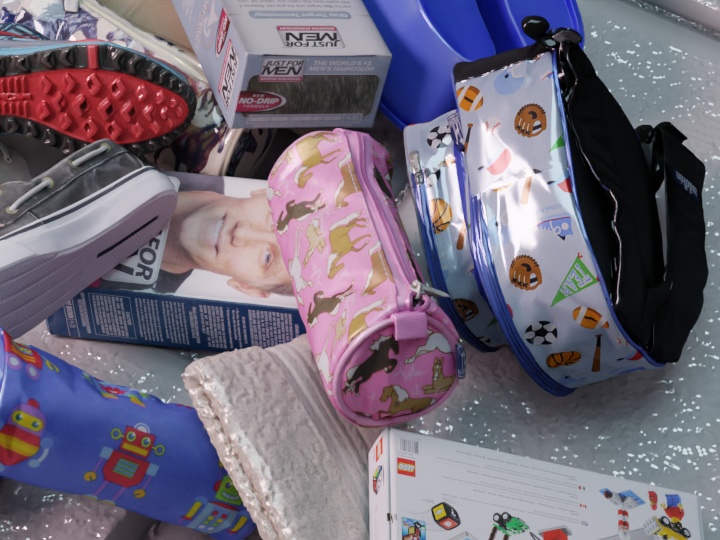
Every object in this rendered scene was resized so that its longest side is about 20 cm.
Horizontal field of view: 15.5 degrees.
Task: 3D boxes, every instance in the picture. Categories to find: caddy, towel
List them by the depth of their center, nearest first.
[{"bbox_3d":[-0.011,0.126,1.501,0.132,0.034,0.200,-12,68,-48],"label":"towel"},{"bbox_3d":[0.059,-0.168,1.729,0.141,0.105,0.201,4,57,-31],"label":"caddy"}]

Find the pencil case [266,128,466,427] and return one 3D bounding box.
[{"bbox_3d":[0.000,0.000,1.526,0.086,0.083,0.200,-29,39,6],"label":"pencil case"}]

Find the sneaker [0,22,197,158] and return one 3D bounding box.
[{"bbox_3d":[-0.200,-0.127,1.655,0.199,0.080,0.096,7,30,-3],"label":"sneaker"}]

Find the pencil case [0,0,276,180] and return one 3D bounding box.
[{"bbox_3d":[-0.142,-0.121,1.717,0.200,0.090,0.078,30,47,19],"label":"pencil case"}]

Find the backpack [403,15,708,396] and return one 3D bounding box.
[{"bbox_3d":[0.116,-0.024,1.583,0.154,0.200,0.191,-26,59,21],"label":"backpack"}]

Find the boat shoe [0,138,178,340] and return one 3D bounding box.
[{"bbox_3d":[-0.199,-0.016,1.569,0.071,0.072,0.200,39,44,21],"label":"boat shoe"}]

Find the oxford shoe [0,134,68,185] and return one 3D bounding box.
[{"bbox_3d":[-0.250,-0.065,1.674,0.075,0.058,0.200,29,38,29],"label":"oxford shoe"}]

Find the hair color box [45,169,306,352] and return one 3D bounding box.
[{"bbox_3d":[-0.092,-0.005,1.649,0.199,0.061,0.100,6,54,5],"label":"hair color box"}]

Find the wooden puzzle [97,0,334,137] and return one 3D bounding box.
[{"bbox_3d":[-0.061,-0.184,1.801,0.200,0.037,0.185,29,59,16],"label":"wooden puzzle"}]

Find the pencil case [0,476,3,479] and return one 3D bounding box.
[{"bbox_3d":[-0.286,0.057,1.591,0.200,0.078,0.087,26,27,21],"label":"pencil case"}]

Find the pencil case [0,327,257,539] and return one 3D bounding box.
[{"bbox_3d":[-0.145,0.095,1.510,0.200,0.078,0.087,21,8,-29],"label":"pencil case"}]

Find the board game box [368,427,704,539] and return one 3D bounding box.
[{"bbox_3d":[0.101,0.167,1.485,0.199,0.035,0.127,14,51,-17],"label":"board game box"}]

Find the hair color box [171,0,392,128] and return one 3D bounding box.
[{"bbox_3d":[-0.061,-0.173,1.696,0.099,0.061,0.200,-2,40,-22],"label":"hair color box"}]
